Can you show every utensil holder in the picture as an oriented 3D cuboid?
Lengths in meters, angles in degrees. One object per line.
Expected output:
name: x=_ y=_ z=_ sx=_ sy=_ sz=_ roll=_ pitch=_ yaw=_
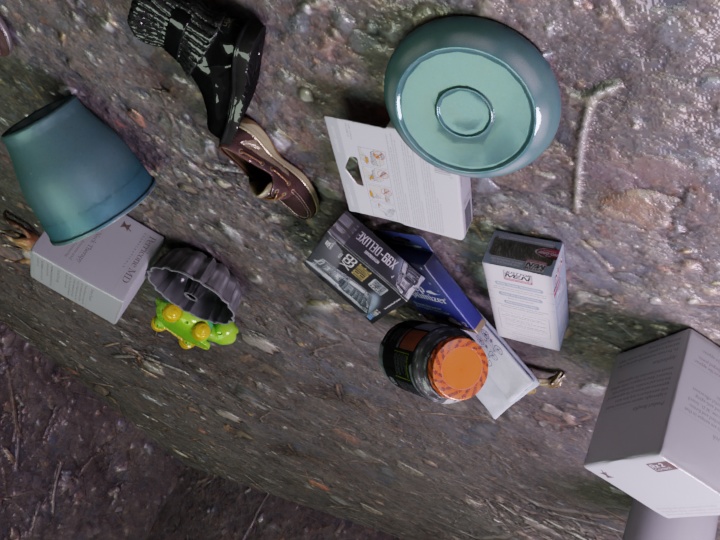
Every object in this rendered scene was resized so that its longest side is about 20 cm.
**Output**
utensil holder: x=0.599 y=0.531 z=1.548 sx=0.170 sy=0.200 sz=0.170 roll=22 pitch=153 yaw=12

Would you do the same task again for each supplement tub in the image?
supplement tub: x=0.118 y=0.147 z=1.294 sx=0.122 sy=0.123 sz=0.200 roll=36 pitch=170 yaw=-18

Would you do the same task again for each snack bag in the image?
snack bag: x=0.199 y=0.151 z=1.344 sx=0.189 sy=0.021 sz=0.200 roll=50 pitch=154 yaw=13

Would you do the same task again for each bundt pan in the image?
bundt pan: x=-0.327 y=0.024 z=1.619 sx=0.202 sy=0.076 sz=0.202 roll=22 pitch=153 yaw=12

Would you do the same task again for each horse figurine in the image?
horse figurine: x=-0.816 y=-0.061 z=1.928 sx=0.132 sy=0.050 sz=0.200 roll=12 pitch=146 yaw=1

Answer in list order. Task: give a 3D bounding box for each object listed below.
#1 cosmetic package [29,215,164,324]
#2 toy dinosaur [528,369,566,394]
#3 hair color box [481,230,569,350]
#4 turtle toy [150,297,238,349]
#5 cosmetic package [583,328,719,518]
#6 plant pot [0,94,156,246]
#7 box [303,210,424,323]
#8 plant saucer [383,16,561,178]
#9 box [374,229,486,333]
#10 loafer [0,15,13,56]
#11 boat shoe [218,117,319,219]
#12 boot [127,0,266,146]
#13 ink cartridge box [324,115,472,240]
cosmetic package: x=-0.535 y=-0.026 z=1.615 sx=0.200 sy=0.167 sz=0.166 roll=31 pitch=152 yaw=-9
toy dinosaur: x=0.262 y=0.193 z=1.411 sx=0.101 sy=0.058 sz=0.200 roll=41 pitch=150 yaw=-29
hair color box: x=0.241 y=0.032 z=1.143 sx=0.099 sy=0.061 sz=0.200 roll=13 pitch=151 yaw=25
turtle toy: x=-0.370 y=0.113 z=1.785 sx=0.200 sy=0.101 sz=0.146 roll=35 pitch=152 yaw=-16
cosmetic package: x=0.454 y=0.223 z=1.133 sx=0.165 sy=0.200 sz=0.165 roll=31 pitch=153 yaw=-9
plant pot: x=-0.469 y=-0.174 z=1.292 sx=0.200 sy=0.200 sz=0.188 roll=-2 pitch=126 yaw=43
box: x=0.000 y=0.000 z=1.255 sx=0.158 sy=0.050 sz=0.200 roll=41 pitch=160 yaw=-3
plant saucer: x=0.116 y=-0.178 z=0.868 sx=0.200 sy=0.027 sz=0.200 roll=15 pitch=137 yaw=15
box: x=0.100 y=0.017 z=1.238 sx=0.121 sy=0.032 sz=0.200 roll=13 pitch=148 yaw=53
loafer: x=-0.593 y=-0.380 z=1.150 sx=0.073 sy=0.071 sz=0.200 roll=5 pitch=146 yaw=36
boat shoe: x=-0.137 y=-0.134 z=1.174 sx=0.072 sy=0.072 sz=0.200 roll=3 pitch=144 yaw=39
boot: x=-0.210 y=-0.261 z=1.003 sx=0.158 sy=0.079 sz=0.211 roll=21 pitch=143 yaw=-3
ink cartridge box: x=0.055 y=-0.131 z=1.040 sx=0.173 sy=0.044 sz=0.200 roll=17 pitch=151 yaw=20
